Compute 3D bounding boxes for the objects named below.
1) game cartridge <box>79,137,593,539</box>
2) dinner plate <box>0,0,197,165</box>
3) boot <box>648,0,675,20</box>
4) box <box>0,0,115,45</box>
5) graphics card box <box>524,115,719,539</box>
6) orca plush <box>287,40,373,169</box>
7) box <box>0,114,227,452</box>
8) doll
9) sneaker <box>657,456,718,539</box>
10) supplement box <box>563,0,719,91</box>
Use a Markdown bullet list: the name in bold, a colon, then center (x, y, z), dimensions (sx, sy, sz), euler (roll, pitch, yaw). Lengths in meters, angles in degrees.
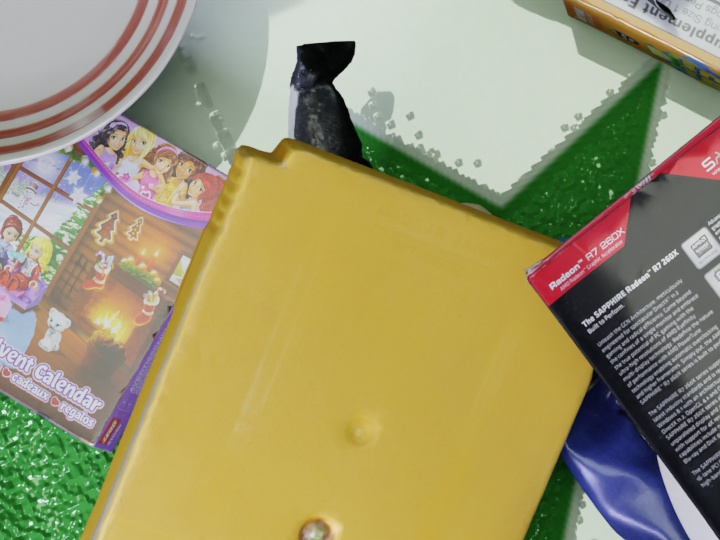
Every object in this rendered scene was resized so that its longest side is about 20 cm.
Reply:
- **game cartridge**: center (-0.003, 0.062, 0.994), dimensions (0.176, 0.032, 0.201), euler (21, 97, -17)
- **dinner plate**: center (-0.167, -0.139, 1.061), dimensions (0.199, 0.024, 0.201), euler (0, 77, 1)
- **boot**: center (0.131, -0.220, 0.999), dimensions (0.138, 0.077, 0.200), euler (37, 102, -3)
- **box**: center (-0.142, -0.179, 1.101), dimensions (0.199, 0.036, 0.144), euler (-21, 75, -6)
- **graphics card box**: center (0.172, 0.044, 0.928), dimensions (0.125, 0.051, 0.200), euler (-39, 75, 9)
- **orca plush**: center (0.000, 0.000, 1.053), dimensions (0.071, 0.105, 0.201), euler (0, 92, -10)
- **box**: center (-0.167, -0.026, 1.106), dimensions (0.199, 0.039, 0.137), euler (29, 87, 11)
- **doll**: center (0.096, 0.050, 1.052), dimensions (0.136, 0.048, 0.200), euler (-40, 79, -4)
- **sneaker**: center (0.180, 0.032, 0.977), dimensions (0.073, 0.118, 0.201), euler (14, 58, -26)
- **supplement box**: center (0.188, -0.100, 1.048), dimensions (0.199, 0.067, 0.069), euler (30, 91, 11)
